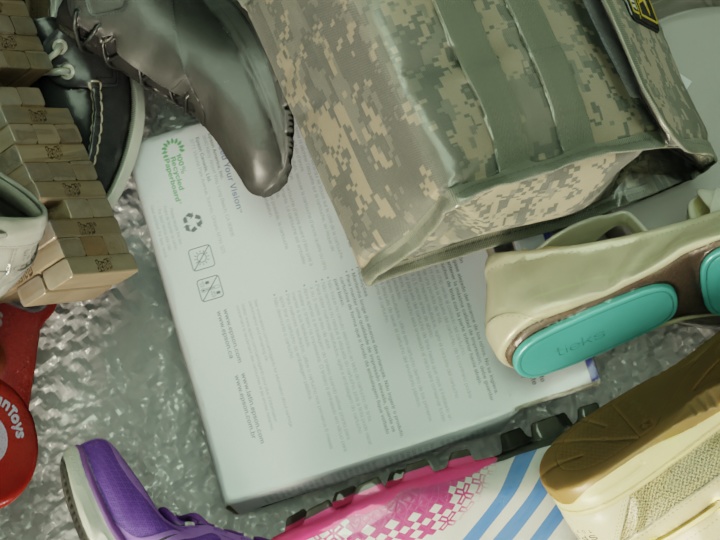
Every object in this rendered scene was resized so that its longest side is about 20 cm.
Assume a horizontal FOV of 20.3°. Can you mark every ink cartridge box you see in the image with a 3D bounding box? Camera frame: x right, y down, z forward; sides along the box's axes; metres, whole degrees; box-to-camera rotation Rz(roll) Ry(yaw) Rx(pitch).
[{"bbox_3d":[0.000,0.000,1.028,0.198,0.041,0.201,-17,75,3],"label":"ink cartridge box"}]

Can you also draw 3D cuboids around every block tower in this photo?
[{"bbox_3d":[-0.181,-0.078,0.995,0.054,0.058,0.201,-29,78,28],"label":"block tower"}]

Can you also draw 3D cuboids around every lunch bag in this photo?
[{"bbox_3d":[0.070,-0.103,0.953,0.199,0.118,0.165,-17,76,-32],"label":"lunch bag"}]

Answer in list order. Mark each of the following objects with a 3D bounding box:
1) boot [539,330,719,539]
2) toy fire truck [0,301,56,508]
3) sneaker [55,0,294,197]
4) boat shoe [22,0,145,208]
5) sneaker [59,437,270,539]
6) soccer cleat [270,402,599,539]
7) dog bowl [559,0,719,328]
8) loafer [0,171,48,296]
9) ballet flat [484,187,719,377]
[{"bbox_3d":[0.202,0.107,0.954,0.199,0.073,0.156,-30,111,0],"label":"boot"},{"bbox_3d":[-0.239,0.030,0.965,0.199,0.112,0.170,24,60,-37],"label":"toy fire truck"},{"bbox_3d":[-0.099,-0.119,0.998,0.090,0.076,0.201,-27,80,-12],"label":"sneaker"},{"bbox_3d":[-0.150,-0.120,1.045,0.073,0.060,0.202,-5,71,33],"label":"boat shoe"},{"bbox_3d":[-0.067,0.152,0.983,0.200,0.081,0.083,45,77,1],"label":"sneaker"},{"bbox_3d":[0.054,0.128,0.966,0.198,0.070,0.087,-16,83,-25],"label":"soccer cleat"},{"bbox_3d":[0.184,-0.062,1.043,0.198,0.059,0.202,0,75,0],"label":"dog bowl"},{"bbox_3d":[-0.234,-0.055,0.908,0.199,0.070,0.070,27,41,-20],"label":"loafer"},{"bbox_3d":[0.152,-0.007,0.969,0.198,0.070,0.070,-14,75,-4],"label":"ballet flat"}]
